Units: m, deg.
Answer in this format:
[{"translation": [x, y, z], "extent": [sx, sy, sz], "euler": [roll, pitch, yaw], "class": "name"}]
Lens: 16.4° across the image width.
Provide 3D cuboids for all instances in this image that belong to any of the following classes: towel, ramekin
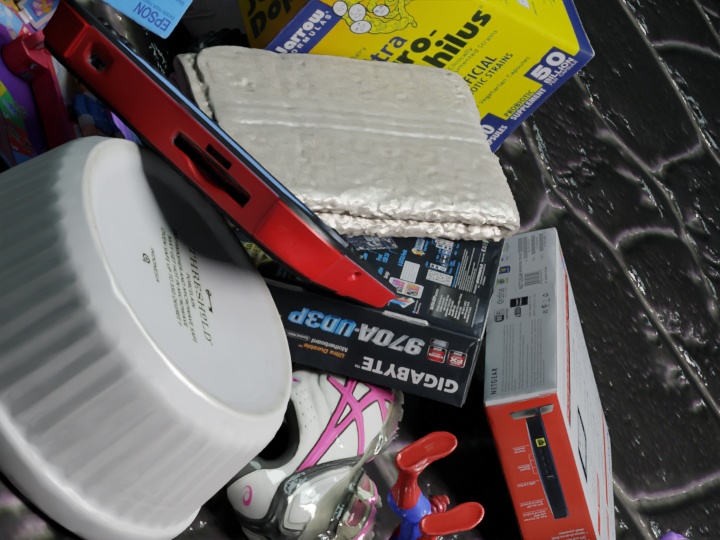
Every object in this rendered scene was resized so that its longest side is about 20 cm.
[{"translation": [-0.010, -0.072, 1.462], "extent": [0.199, 0.035, 0.133], "euler": [4, 46, -25], "class": "towel"}, {"translation": [-0.117, 0.026, 1.210], "extent": [0.202, 0.094, 0.203], "euler": [46, 24, -27], "class": "ramekin"}]

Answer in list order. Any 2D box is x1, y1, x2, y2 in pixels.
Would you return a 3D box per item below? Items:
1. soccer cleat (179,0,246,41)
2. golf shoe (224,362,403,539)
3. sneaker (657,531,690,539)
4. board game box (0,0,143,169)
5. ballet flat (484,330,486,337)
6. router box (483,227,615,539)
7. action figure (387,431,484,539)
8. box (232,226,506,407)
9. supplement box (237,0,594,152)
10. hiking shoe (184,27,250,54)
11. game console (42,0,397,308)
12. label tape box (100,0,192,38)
[{"translation": [-0.124, -0.207, 1.570], "extent": [0.085, 0.068, 0.201], "euler": [-24, 82, -56], "class": "soccer cleat"}, {"translation": [-0.029, 0.081, 1.367], "extent": [0.092, 0.072, 0.200], "euler": [49, 23, -20], "class": "golf shoe"}, {"translation": [0.195, 0.221, 1.573], "extent": [0.083, 0.201, 0.081], "euler": [30, 55, 13], "class": "sneaker"}, {"translation": [-0.152, -0.087, 1.364], "extent": [0.200, 0.039, 0.158], "euler": [53, 21, -12], "class": "board game box"}, {"translation": [0.032, 0.028, 1.604], "extent": [0.072, 0.068, 0.200], "euler": [40, 18, 10], "class": "ballet flat"}, {"translation": [0.126, 0.100, 1.635], "extent": [0.200, 0.048, 0.180], "euler": [-83, 159, -59], "class": "router box"}, {"translation": [0.036, 0.155, 1.329], "extent": [0.200, 0.051, 0.066], "euler": [102, -34, -60], "class": "action figure"}, {"translation": [0.000, 0.000, 1.447], "extent": [0.158, 0.046, 0.200], "euler": [15, 23, 2], "class": "box"}, {"translation": [0.030, -0.169, 1.555], "extent": [0.199, 0.109, 0.110], "euler": [21, 38, -37], "class": "supplement box"}, {"translation": [-0.036, -0.080, 1.566], "extent": [0.199, 0.087, 0.075], "euler": [25, 34, -28], "class": "hiking shoe"}, {"translation": [-0.070, -0.059, 1.294], "extent": [0.200, 0.031, 0.177], "euler": [43, 6, 16], "class": "game console"}, {"translation": [-0.193, -0.220, 1.396], "extent": [0.200, 0.066, 0.143], "euler": [34, 4, 37], "class": "label tape box"}]
